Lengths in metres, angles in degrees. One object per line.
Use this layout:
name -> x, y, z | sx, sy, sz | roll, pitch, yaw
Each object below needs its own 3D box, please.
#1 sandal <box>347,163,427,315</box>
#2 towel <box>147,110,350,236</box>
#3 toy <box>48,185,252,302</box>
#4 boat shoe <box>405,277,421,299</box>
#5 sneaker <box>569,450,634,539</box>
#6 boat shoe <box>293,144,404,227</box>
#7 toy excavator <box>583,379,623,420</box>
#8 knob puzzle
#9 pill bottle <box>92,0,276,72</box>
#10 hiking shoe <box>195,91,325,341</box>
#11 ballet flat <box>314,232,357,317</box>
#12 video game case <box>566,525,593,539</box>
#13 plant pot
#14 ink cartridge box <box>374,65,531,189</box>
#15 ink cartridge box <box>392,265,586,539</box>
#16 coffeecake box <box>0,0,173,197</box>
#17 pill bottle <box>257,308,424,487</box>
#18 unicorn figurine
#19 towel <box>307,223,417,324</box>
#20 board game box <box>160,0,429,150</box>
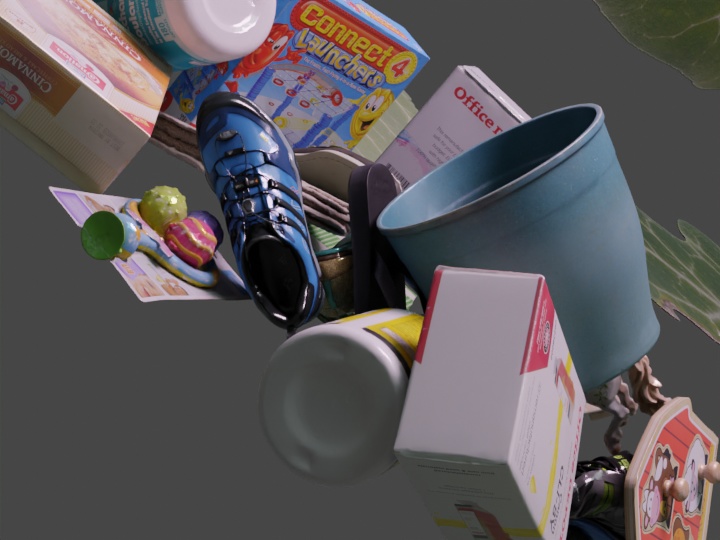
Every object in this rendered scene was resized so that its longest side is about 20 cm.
sandal -> 0.026, 0.011, 1.345 | 0.076, 0.043, 0.201 | -14, 97, -63
towel -> -0.103, -0.086, 1.430 | 0.132, 0.035, 0.200 | 26, 2, -45
toy -> -0.146, -0.030, 1.254 | 0.115, 0.047, 0.200 | 48, 18, 14
boat shoe -> 0.032, -0.022, 1.624 | 0.200, 0.069, 0.084 | 47, 29, -1
sneaker -> 0.193, 0.180, 1.376 | 0.199, 0.083, 0.071 | 26, 22, -43
boat shoe -> -0.022, -0.082, 1.481 | 0.060, 0.072, 0.201 | -17, 19, -35
toy excavator -> 0.172, 0.093, 1.582 | 0.201, 0.100, 0.194 | 61, 37, -12
knob puzzle -> 0.271, 0.205, 1.387 | 0.030, 0.221, 0.219 | 3, -5, 30
pill bottle -> -0.175, -0.234, 1.467 | 0.111, 0.111, 0.199 | 29, -21, -37
hiking shoe -> -0.075, -0.047, 1.281 | 0.087, 0.074, 0.201 | -96, 163, -82
ballet flat -> 0.000, 0.000, 1.427 | 0.071, 0.071, 0.200 | 43, 20, 6
video game case -> 0.141, 0.195, 1.397 | 0.143, 0.018, 0.200 | 44, 16, 5
plant pot -> 0.144, -0.004, 1.306 | 0.189, 0.199, 0.200 | 61, 13, -13
ink cartridge box -> 0.101, -0.096, 1.722 | 0.146, 0.200, 0.083 | 44, 17, 8
ink cartridge box -> 0.099, 0.110, 1.156 | 0.200, 0.083, 0.146 | 62, 36, -56
coffeecake box -> -0.241, -0.161, 1.324 | 0.153, 0.073, 0.200 | 39, 17, -16
pill bottle -> 0.012, 0.087, 1.201 | 0.114, 0.114, 0.200 | 45, 17, 12
unicorn figurine -> 0.163, 0.117, 1.415 | 0.074, 0.199, 0.138 | 54, -8, 51
towel -> -0.022, 0.009, 1.491 | 0.152, 0.023, 0.200 | 41, 18, -1
board game box -> -0.064, -0.180, 1.564 | 0.200, 0.196, 0.056 | 22, 25, -49
